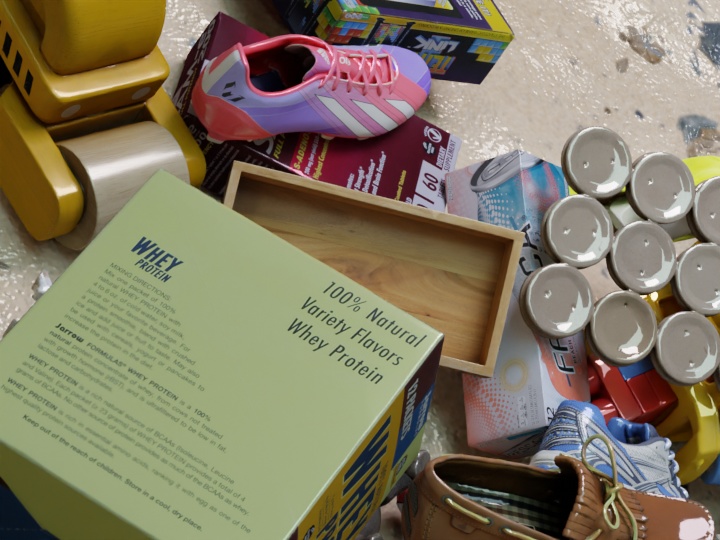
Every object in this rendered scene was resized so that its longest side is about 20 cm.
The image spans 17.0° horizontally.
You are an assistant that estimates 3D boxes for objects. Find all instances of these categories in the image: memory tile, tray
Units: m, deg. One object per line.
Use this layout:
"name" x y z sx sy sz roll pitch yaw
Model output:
"memory tile" 0.211 -0.001 1.633 0.199 0.017 0.154 20 77 -17
"tray" 0.000 0.000 1.598 0.199 0.037 0.099 14 85 -5

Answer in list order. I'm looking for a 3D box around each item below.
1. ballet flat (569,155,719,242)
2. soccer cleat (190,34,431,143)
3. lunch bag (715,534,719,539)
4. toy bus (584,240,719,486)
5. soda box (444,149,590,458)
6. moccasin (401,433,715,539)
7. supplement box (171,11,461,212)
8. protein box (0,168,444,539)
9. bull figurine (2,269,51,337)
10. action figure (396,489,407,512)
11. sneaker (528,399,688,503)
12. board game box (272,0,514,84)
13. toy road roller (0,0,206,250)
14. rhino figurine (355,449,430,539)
"ballet flat" 0.175 -0.036 1.704 0.067 0.199 0.067 -82 157 -59
"soccer cleat" -0.023 -0.128 1.622 0.200 0.076 0.067 -9 65 -37
"lunch bag" 0.196 0.268 1.534 0.167 0.140 0.201 5 53 -11
"toy bus" 0.240 0.089 1.702 0.192 0.136 0.200 -24 77 -28
"soda box" 0.108 0.024 1.654 0.063 0.068 0.201 17 62 -50
"moccasin" 0.127 0.147 1.486 0.201 0.078 0.074 13 42 -12
"supplement box" -0.035 -0.084 1.679 0.200 0.061 0.109 26 48 -15
"protein box" -0.093 0.091 1.351 0.198 0.135 0.200 30 57 14
"bull figurine" -0.171 0.076 1.477 0.121 0.065 0.200 32 47 -6
"action figure" 0.073 0.210 1.519 0.052 0.065 0.200 45 8 -49
"sneaker" 0.189 0.145 1.613 0.200 0.077 0.085 35 63 -43
"board game box" -0.002 -0.228 1.766 0.165 0.057 0.200 5 44 -40
"toy road roller" -0.176 -0.129 1.559 0.123 0.146 0.200 -19 71 -39
"rhino figurine" -0.020 0.174 1.501 0.200 0.087 0.060 -56 140 -42
